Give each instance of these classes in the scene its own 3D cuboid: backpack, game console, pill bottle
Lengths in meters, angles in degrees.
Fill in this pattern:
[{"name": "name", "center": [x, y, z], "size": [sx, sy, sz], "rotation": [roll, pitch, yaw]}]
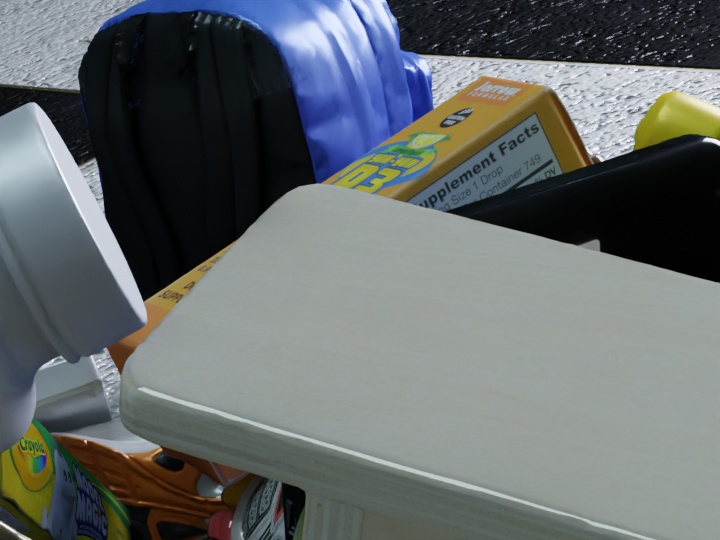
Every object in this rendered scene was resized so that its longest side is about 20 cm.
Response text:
[{"name": "backpack", "center": [-0.043, -0.053, 1.171], "size": [0.162, 0.201, 0.168], "rotation": [-3, 23, 35]}, {"name": "game console", "center": [0.025, 0.048, 0.817], "size": [0.199, 0.177, 0.116], "rotation": [-19, 24, -37]}, {"name": "pill bottle", "center": [-0.174, 0.027, 0.773], "size": [0.199, 0.112, 0.111], "rotation": [-28, 20, -1]}]

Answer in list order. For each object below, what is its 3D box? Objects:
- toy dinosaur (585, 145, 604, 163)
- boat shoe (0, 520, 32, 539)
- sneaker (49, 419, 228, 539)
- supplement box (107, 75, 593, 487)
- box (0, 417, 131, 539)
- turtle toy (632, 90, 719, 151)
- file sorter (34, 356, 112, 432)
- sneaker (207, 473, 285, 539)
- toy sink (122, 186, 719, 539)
[{"name": "toy dinosaur", "center": [0.073, -0.016, 1.052], "size": [0.199, 0.106, 0.181], "rotation": [-26, -7, 32]}, {"name": "boat shoe", "center": [-0.077, 0.133, 0.716], "size": [0.065, 0.200, 0.072], "rotation": [-28, 30, 44]}, {"name": "sneaker", "center": [-0.089, 0.092, 1.035], "size": [0.198, 0.076, 0.092], "rotation": [-14, 3, 6]}, {"name": "supplement box", "center": [0.000, 0.000, 0.950], "size": [0.199, 0.069, 0.066], "rotation": [-33, 21, -19]}, {"name": "box", "center": [-0.159, 0.099, 0.911], "size": [0.116, 0.049, 0.200], "rotation": [-7, -24, 7]}, {"name": "turtle toy", "center": [0.157, 0.004, 0.905], "size": [0.145, 0.201, 0.101], "rotation": [23, 56, 12]}, {"name": "file sorter", "center": [-0.194, 0.030, 1.062], "size": [0.138, 0.125, 0.200], "rotation": [-18, -10, -7]}, {"name": "sneaker", "center": [0.035, 0.068, 0.949], "size": [0.200, 0.078, 0.082], "rotation": [-38, 5, -29]}, {"name": "toy sink", "center": [0.047, 0.074, 0.629], "size": [0.199, 0.113, 0.130], "rotation": [15, 29, 15]}]
